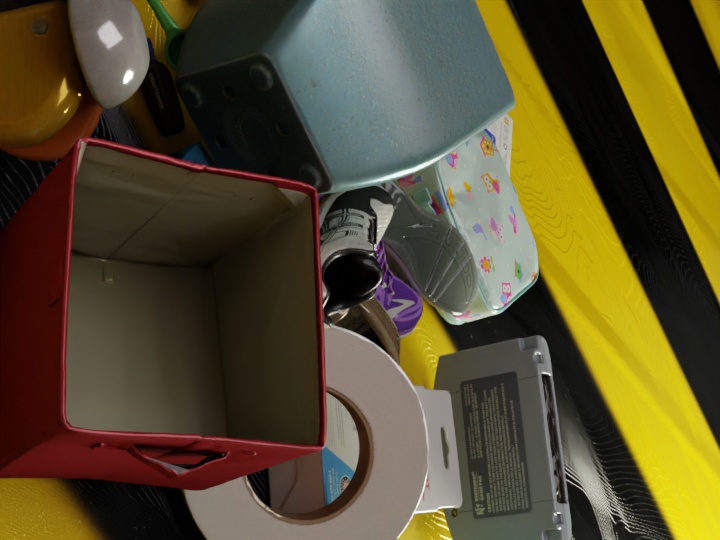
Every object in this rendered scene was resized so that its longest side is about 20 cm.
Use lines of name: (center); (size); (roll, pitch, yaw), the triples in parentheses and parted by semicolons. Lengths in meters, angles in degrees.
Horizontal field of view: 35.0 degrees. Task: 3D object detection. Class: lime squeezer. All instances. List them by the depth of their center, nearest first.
lime squeezer: (-0.136, -0.178, 0.970); (0.201, 0.037, 0.071); (54, 23, -31)

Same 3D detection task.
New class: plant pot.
plant pot: (-0.031, -0.156, 0.915); (0.200, 0.195, 0.198); (-45, 118, -38)

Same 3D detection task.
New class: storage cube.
storage cube: (-0.140, 0.043, 0.747); (0.170, 0.179, 0.202); (9, 68, -31)

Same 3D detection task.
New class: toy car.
toy car: (-0.233, -0.173, 0.788); (0.150, 0.173, 0.202); (67, 12, -81)

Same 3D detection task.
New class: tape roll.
tape roll: (-0.044, 0.141, 0.893); (0.201, 0.037, 0.205); (1, 87, -14)

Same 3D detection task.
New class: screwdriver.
screwdriver: (-0.186, -0.209, 0.951); (0.028, 0.029, 0.202); (-17, 91, -54)

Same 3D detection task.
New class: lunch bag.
lunch bag: (0.111, -0.052, 1.240); (0.160, 0.077, 0.202); (-34, 104, -51)

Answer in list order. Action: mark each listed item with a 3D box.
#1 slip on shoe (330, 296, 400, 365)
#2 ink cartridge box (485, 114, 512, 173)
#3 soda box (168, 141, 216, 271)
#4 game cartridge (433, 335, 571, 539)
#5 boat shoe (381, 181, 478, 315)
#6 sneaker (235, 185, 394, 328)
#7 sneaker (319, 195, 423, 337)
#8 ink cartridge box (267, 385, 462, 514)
slip on shoe: (-0.032, 0.026, 0.996); (0.200, 0.076, 0.061); (51, 10, -32)
ink cartridge box: (0.112, -0.186, 1.332); (0.200, 0.037, 0.096); (38, 49, -42)
soda box: (-0.113, 0.001, 0.932); (0.201, 0.064, 0.068); (58, 38, -21)
game cartridge: (0.134, 0.175, 1.131); (0.041, 0.132, 0.202); (14, 66, -49)
boat shoe: (0.042, -0.030, 1.136); (0.202, 0.065, 0.075); (40, 75, -28)
sneaker: (-0.012, -0.007, 0.905); (0.200, 0.087, 0.076); (-44, 137, -48)
sneaker: (0.000, 0.000, 1.056); (0.200, 0.083, 0.081); (36, 36, -40)
ink cartridge box: (0.005, 0.163, 1.021); (0.199, 0.066, 0.117); (12, 68, -51)
